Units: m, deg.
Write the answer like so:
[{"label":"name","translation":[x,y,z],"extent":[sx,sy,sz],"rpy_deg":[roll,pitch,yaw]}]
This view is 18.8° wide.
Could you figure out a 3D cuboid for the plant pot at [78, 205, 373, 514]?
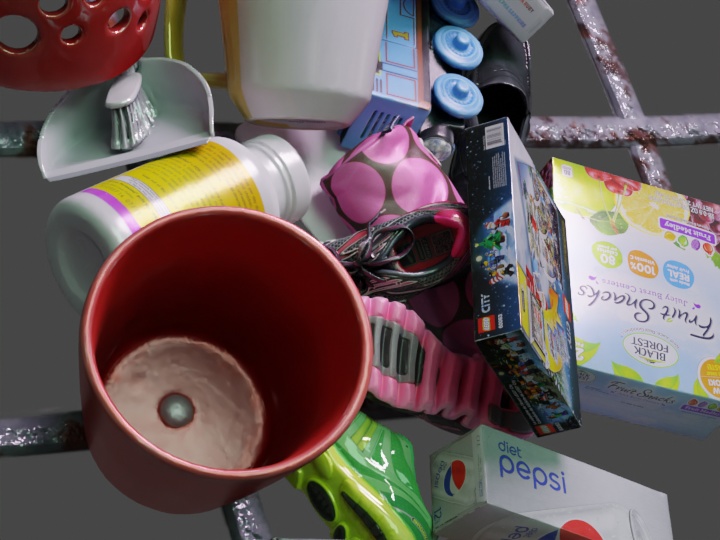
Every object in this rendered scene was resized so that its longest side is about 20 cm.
[{"label":"plant pot","translation":[-0.110,0.077,1.517],"extent":[0.199,0.177,0.201],"rpy_deg":[6,66,-15]}]

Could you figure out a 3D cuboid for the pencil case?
[{"label":"pencil case","translation":[0.058,-0.021,1.733],"extent":[0.094,0.091,0.200],"rpy_deg":[-33,88,-30]}]

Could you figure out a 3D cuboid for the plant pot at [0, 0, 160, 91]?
[{"label":"plant pot","translation":[-0.242,-0.265,1.658],"extent":[0.199,0.183,0.201],"rpy_deg":[9,42,-9]}]

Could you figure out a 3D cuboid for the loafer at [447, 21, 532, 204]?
[{"label":"loafer","translation":[0.121,-0.142,1.877],"extent":[0.068,0.070,0.201],"rpy_deg":[23,51,-14]}]

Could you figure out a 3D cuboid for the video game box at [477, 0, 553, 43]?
[{"label":"video game box","translation":[0.063,-0.302,1.869],"extent":[0.200,0.047,0.182],"rpy_deg":[51,6,34]}]

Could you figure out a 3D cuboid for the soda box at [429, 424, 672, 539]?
[{"label":"soda box","translation":[0.147,0.184,1.647],"extent":[0.199,0.063,0.069],"rpy_deg":[23,49,-33]}]

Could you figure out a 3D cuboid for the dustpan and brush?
[{"label":"dustpan and brush","translation":[-0.182,-0.144,1.708],"extent":[0.139,0.057,0.200],"rpy_deg":[-13,23,5]}]

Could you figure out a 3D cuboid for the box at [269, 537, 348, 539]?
[{"label":"box","translation":[0.030,0.269,1.505],"extent":[0.199,0.049,0.162],"rpy_deg":[4,76,-9]}]

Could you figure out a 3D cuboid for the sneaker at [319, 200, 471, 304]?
[{"label":"sneaker","translation":[0.000,0.000,1.660],"extent":[0.199,0.075,0.081],"rpy_deg":[-29,86,6]}]

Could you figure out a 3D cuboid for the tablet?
[{"label":"tablet","translation":[-0.001,-0.064,1.796],"extent":[0.130,0.014,0.200],"rpy_deg":[-31,77,-39]}]

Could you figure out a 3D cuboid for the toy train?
[{"label":"toy train","translation":[0.039,-0.178,1.840],"extent":[0.114,0.087,0.201],"rpy_deg":[15,48,-18]}]

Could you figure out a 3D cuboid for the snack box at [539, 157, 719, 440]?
[{"label":"snack box","translation":[0.218,0.023,1.775],"extent":[0.168,0.068,0.201],"rpy_deg":[14,55,-18]}]

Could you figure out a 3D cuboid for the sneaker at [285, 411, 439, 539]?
[{"label":"sneaker","translation":[-0.011,0.138,1.626],"extent":[0.083,0.074,0.201],"rpy_deg":[-13,68,-53]}]

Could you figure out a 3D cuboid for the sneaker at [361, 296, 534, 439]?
[{"label":"sneaker","translation":[0.040,0.083,1.665],"extent":[0.199,0.095,0.079],"rpy_deg":[26,68,-24]}]

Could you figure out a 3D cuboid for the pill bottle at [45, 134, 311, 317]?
[{"label":"pill bottle","translation":[-0.132,-0.037,1.646],"extent":[0.200,0.104,0.104],"rpy_deg":[-27,75,-38]}]

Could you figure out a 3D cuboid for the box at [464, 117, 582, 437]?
[{"label":"box","translation":[0.122,0.005,1.637],"extent":[0.137,0.038,0.201],"rpy_deg":[56,26,-47]}]

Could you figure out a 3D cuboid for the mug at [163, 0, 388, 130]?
[{"label":"mug","translation":[-0.055,-0.191,1.742],"extent":[0.149,0.186,0.154],"rpy_deg":[3,87,-30]}]
